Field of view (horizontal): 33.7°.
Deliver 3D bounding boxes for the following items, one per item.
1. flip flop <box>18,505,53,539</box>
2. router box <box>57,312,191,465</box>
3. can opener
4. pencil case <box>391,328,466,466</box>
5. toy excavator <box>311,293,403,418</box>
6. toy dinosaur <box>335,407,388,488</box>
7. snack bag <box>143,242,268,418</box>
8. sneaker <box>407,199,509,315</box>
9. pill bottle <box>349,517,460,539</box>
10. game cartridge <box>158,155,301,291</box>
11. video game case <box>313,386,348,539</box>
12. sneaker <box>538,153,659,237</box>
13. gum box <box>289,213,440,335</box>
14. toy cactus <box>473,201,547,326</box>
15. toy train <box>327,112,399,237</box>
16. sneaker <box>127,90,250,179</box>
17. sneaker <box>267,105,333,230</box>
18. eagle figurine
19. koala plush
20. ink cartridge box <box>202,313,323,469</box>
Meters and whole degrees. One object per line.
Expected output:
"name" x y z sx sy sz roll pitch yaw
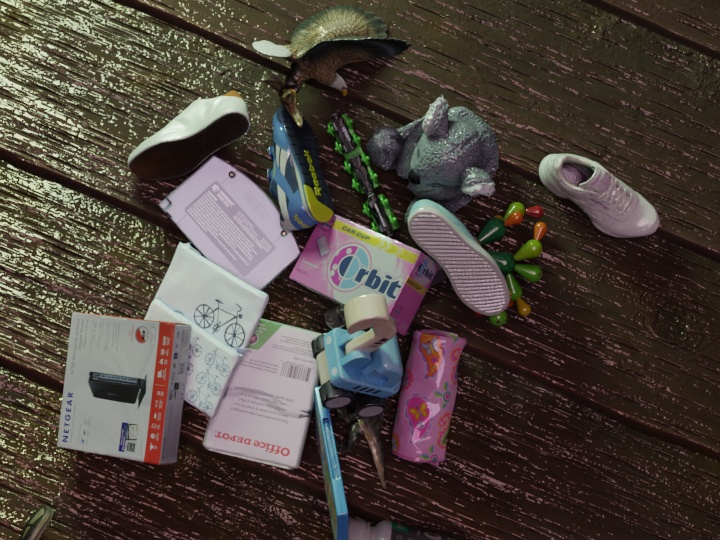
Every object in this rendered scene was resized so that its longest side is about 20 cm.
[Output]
"flip flop" -0.475 0.439 1.727 0.057 0.081 0.201 14 89 -19
"router box" -0.341 0.168 1.716 0.179 0.049 0.201 4 87 23
"can opener" 0.041 0.047 1.782 0.199 0.053 0.067 -26 122 -4
"pencil case" 0.101 0.188 1.758 0.087 0.087 0.201 10 88 -2
"toy excavator" 0.010 0.104 1.612 0.200 0.194 0.100 -35 52 34
"toy dinosaur" 0.002 0.229 1.758 0.088 0.047 0.201 -5 89 -36
"snack bag" -0.237 0.083 1.719 0.188 0.021 0.201 30 96 28
"sneaker" 0.144 -0.027 1.681 0.074 0.082 0.200 -32 110 20
"pill bottle" 0.066 0.431 1.730 0.199 0.113 0.114 15 87 -3
"game cartridge" -0.187 -0.066 1.774 0.133 0.040 0.200 -41 90 0
"video game case" -0.041 0.284 1.671 0.018 0.143 0.201 -8 54 -6
"sneaker" 0.359 -0.109 1.769 0.199 0.100 0.075 29 85 -3
"gum box" 0.000 0.000 1.720 0.200 0.066 0.114 24 85 35
"toy cactus" 0.189 -0.020 1.758 0.164 0.102 0.201 17 79 -8
"toy train" 0.005 -0.142 1.775 0.042 0.056 0.201 -24 90 12
"sneaker" -0.255 -0.203 1.770 0.199 0.085 0.073 -23 133 10
"sneaker" -0.104 -0.150 1.754 0.082 0.074 0.201 -29 62 35
"eagle figurine" -0.044 -0.316 1.747 0.200 0.151 0.152 -40 76 7
"koala plush" 0.125 -0.167 1.709 0.183 0.200 0.178 -30 89 -4
"ink cartridge box" -0.137 0.176 1.742 0.146 0.083 0.201 14 88 1
